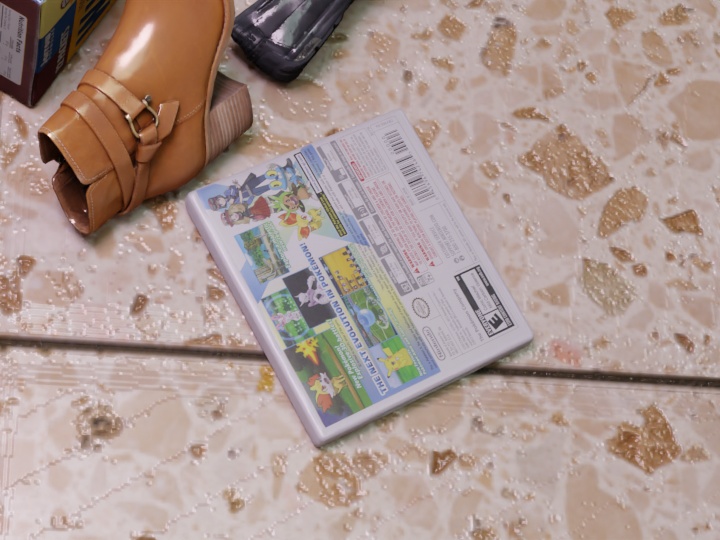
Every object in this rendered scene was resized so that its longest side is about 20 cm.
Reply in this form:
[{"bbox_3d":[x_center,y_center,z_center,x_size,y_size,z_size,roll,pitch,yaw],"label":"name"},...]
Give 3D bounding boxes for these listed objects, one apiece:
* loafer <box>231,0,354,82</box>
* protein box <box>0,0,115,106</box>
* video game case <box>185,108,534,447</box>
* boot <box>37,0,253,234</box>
[{"bbox_3d":[-0.025,-0.229,1.226,0.070,0.068,0.201,39,66,-6],"label":"loafer"},{"bbox_3d":[-0.255,-0.266,1.142,0.199,0.135,0.199,32,62,0],"label":"protein box"},{"bbox_3d":[0.000,0.000,1.157,0.182,0.022,0.201,-24,75,-23],"label":"video game case"},{"bbox_3d":[-0.159,-0.135,1.094,0.076,0.201,0.155,28,53,37],"label":"boot"}]
